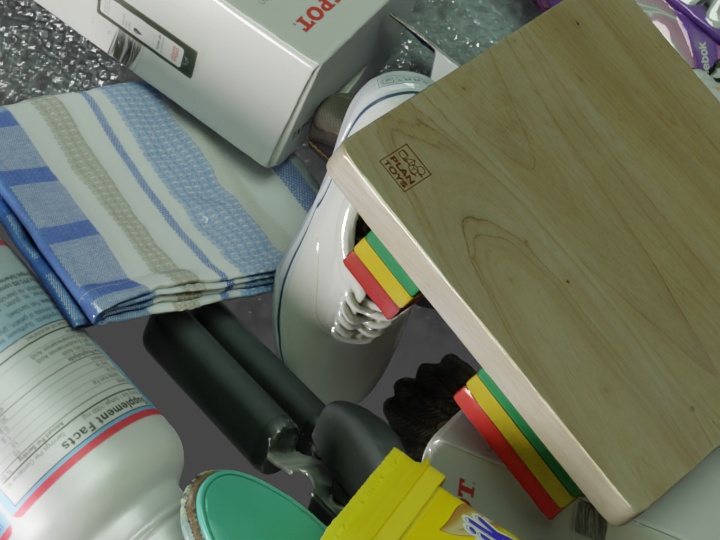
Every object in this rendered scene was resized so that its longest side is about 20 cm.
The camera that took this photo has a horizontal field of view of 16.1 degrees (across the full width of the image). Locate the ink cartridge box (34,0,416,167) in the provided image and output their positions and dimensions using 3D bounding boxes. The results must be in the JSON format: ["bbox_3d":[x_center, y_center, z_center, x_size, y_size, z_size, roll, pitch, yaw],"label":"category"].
[{"bbox_3d":[-0.079,-0.169,1.364,0.200,0.084,0.146,35,43,7],"label":"ink cartridge box"}]

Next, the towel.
[{"bbox_3d":[-0.103,-0.042,1.300,0.199,0.024,0.147,-13,59,-46],"label":"towel"}]

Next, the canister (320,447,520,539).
[{"bbox_3d":[0.065,0.176,1.082,0.200,0.087,0.149,33,21,5],"label":"canister"}]

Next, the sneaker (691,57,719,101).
[{"bbox_3d":[0.187,-0.060,1.305,0.080,0.074,0.200,42,29,11],"label":"sneaker"}]

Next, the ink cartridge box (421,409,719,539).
[{"bbox_3d":[0.128,0.150,1.185,0.199,0.147,0.083,22,36,22],"label":"ink cartridge box"}]

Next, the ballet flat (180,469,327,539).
[{"bbox_3d":[-0.012,0.173,1.184,0.200,0.074,0.074,41,62,-1],"label":"ballet flat"}]

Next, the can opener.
[{"bbox_3d":[-0.032,0.069,1.250,0.052,0.067,0.200,-2,31,-43],"label":"can opener"}]

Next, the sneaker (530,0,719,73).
[{"bbox_3d":[0.130,-0.147,1.427,0.200,0.081,0.089,36,69,5],"label":"sneaker"}]

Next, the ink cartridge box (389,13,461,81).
[{"bbox_3d":[0.093,-0.061,1.357,0.200,0.095,0.037,40,95,12],"label":"ink cartridge box"}]

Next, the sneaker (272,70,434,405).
[{"bbox_3d":[0.000,0.000,1.250,0.073,0.201,0.071,5,38,-11],"label":"sneaker"}]

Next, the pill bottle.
[{"bbox_3d":[-0.156,0.082,1.226,0.109,0.109,0.200,-38,77,-26],"label":"pill bottle"}]

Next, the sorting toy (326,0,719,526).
[{"bbox_3d":[0.101,-0.004,1.148,0.199,0.070,0.200,-34,82,-38],"label":"sorting toy"}]

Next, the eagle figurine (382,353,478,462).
[{"bbox_3d":[0.121,0.091,1.274,0.199,0.151,0.152,23,88,-14],"label":"eagle figurine"}]

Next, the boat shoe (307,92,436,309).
[{"bbox_3d":[0.048,-0.012,1.327,0.200,0.073,0.075,37,26,-3],"label":"boat shoe"}]
